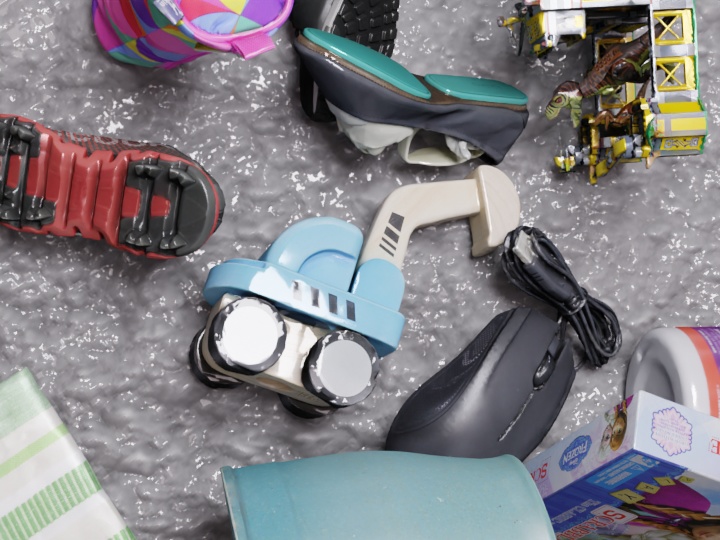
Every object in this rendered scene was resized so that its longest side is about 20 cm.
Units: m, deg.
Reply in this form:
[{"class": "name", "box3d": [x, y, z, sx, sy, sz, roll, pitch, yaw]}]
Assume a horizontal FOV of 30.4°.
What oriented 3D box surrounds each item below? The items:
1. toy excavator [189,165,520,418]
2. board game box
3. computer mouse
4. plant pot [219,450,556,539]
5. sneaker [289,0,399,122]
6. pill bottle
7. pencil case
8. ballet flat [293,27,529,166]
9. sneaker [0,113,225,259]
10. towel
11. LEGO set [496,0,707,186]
[{"class": "toy excavator", "box3d": [0.000, 0.000, 0.892, 0.193, 0.100, 0.202, 20, 74, -11]}, {"class": "board game box", "box3d": [0.217, 0.157, 0.864, 0.198, 0.200, 0.042, 19, 62, -11]}, {"class": "computer mouse", "box3d": [0.097, 0.081, 0.904, 0.200, 0.053, 0.139, -49, 121, -7]}, {"class": "plant pot", "box3d": [0.024, 0.200, 0.818, 0.186, 0.200, 0.202, -12, 89, -9]}, {"class": "sneaker", "box3d": [-0.023, -0.206, 0.914, 0.075, 0.087, 0.202, -6, 110, -52]}, {"class": "pill bottle", "box3d": [0.298, 0.094, 0.931, 0.198, 0.111, 0.113, 0, 87, -12]}, {"class": "pencil case", "box3d": [-0.108, -0.168, 0.819, 0.087, 0.200, 0.089, -3, 97, -23]}, {"class": "ballet flat", "box3d": [0.032, -0.106, 0.888, 0.199, 0.073, 0.074, 8, 84, -39]}, {"class": "sneaker", "box3d": [-0.176, -0.056, 0.866, 0.198, 0.098, 0.072, 14, 97, 13]}, {"class": "towel", "box3d": [-0.228, 0.190, 0.864, 0.152, 0.023, 0.201, -33, 92, -12]}, {"class": "LEGO set", "box3d": [0.145, -0.133, 0.878, 0.114, 0.200, 0.156, -4, 101, -4]}]
